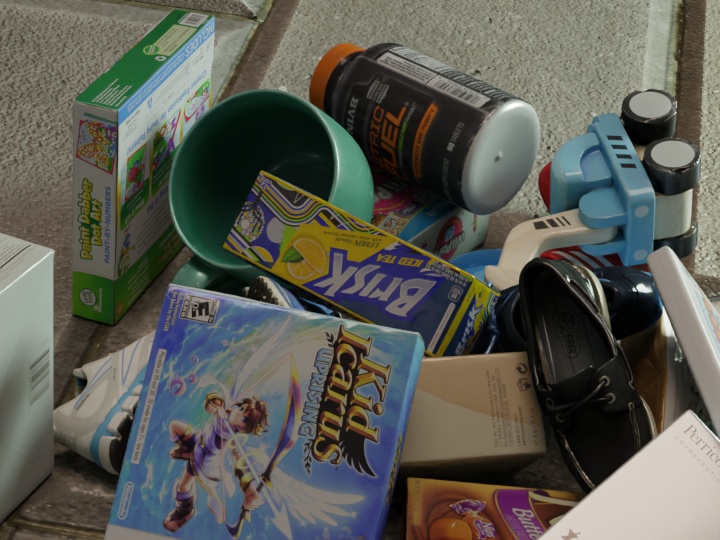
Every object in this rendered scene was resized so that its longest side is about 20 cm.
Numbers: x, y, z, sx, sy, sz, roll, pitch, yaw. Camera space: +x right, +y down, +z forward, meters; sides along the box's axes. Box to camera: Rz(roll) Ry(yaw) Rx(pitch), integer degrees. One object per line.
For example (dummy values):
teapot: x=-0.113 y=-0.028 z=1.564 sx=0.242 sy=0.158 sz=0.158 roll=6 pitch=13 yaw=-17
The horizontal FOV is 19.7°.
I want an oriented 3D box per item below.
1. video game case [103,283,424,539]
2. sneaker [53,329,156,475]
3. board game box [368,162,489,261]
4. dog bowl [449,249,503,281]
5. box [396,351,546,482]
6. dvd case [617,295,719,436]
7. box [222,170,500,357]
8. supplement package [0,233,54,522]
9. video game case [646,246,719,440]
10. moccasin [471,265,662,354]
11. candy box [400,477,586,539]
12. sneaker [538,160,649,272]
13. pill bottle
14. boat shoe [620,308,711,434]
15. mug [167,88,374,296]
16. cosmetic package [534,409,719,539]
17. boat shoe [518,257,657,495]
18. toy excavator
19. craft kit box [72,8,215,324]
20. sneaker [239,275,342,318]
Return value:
video game case: x=-0.065 y=0.123 z=1.406 sx=0.181 sy=0.201 sz=0.045 roll=11 pitch=-12 yaw=9
sneaker: x=-0.168 y=0.077 z=1.568 sx=0.086 sy=0.075 sz=0.200 roll=12 pitch=31 yaw=23
board game box: x=-0.006 y=-0.058 z=1.823 sx=0.200 sy=0.064 sz=0.147 roll=24 pitch=35 yaw=26
dog bowl: x=0.157 y=0.045 z=1.690 sx=0.199 sy=0.050 sz=0.111 roll=19 pitch=34 yaw=21
box: x=0.024 y=0.110 z=1.498 sx=0.199 sy=0.095 sz=0.078 roll=-2 pitch=76 yaw=-14
dvd case: x=0.258 y=0.087 z=1.603 sx=0.199 sy=0.018 sz=0.143 roll=-6 pitch=62 yaw=-18
box: x=0.000 y=0.000 z=1.560 sx=0.200 sy=0.070 sz=0.064 roll=27 pitch=-1 yaw=25
supplement package: x=-0.333 y=0.069 z=1.437 sx=0.199 sy=0.192 sz=0.147 roll=17 pitch=32 yaw=18
video game case: x=0.275 y=0.103 z=1.471 sx=0.024 sy=0.182 sz=0.200 roll=-30 pitch=44 yaw=14
moccasin: x=0.129 y=0.033 z=1.564 sx=0.200 sy=0.081 sz=0.068 roll=-25 pitch=-18 yaw=34
candy box: x=0.126 y=0.203 z=1.417 sx=0.199 sy=0.057 sz=0.117 roll=6 pitch=30 yaw=-1
sneaker: x=0.179 y=-0.036 z=1.800 sx=0.115 sy=0.079 sz=0.200 roll=-8 pitch=32 yaw=-24
pill bottle: x=0.049 y=-0.131 z=1.791 sx=0.200 sy=0.107 sz=0.106 roll=28 pitch=38 yaw=34
boat shoe: x=0.233 y=0.095 z=1.527 sx=0.069 sy=0.071 sz=0.200 roll=27 pitch=42 yaw=-14
mug: x=-0.079 y=-0.054 z=1.705 sx=0.185 sy=0.114 sz=0.152 roll=-25 pitch=69 yaw=16
cosmetic package: x=0.169 y=0.194 z=1.325 sx=0.200 sy=0.071 sz=0.101 roll=-38 pitch=72 yaw=-19
boat shoe: x=0.153 y=0.076 z=1.443 sx=0.074 sy=0.066 sz=0.200 roll=-22 pitch=60 yaw=25
toy excavator: x=0.183 y=-0.044 z=1.706 sx=0.199 sy=0.100 sz=0.195 roll=-11 pitch=44 yaw=-5
craft kit box: x=-0.178 y=-0.089 z=1.717 sx=0.048 sy=0.198 sz=0.200 roll=11 pitch=31 yaw=16
sneaker: x=-0.047 y=0.048 z=1.576 sx=0.089 sy=0.079 sz=0.200 roll=10 pitch=2 yaw=-8
